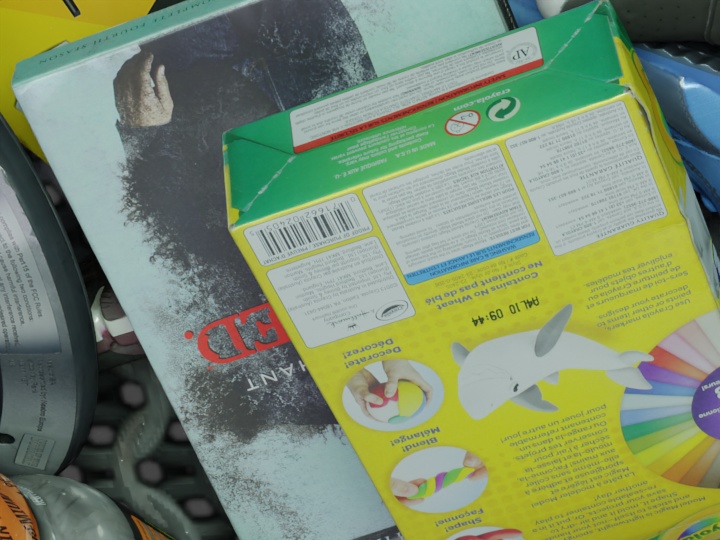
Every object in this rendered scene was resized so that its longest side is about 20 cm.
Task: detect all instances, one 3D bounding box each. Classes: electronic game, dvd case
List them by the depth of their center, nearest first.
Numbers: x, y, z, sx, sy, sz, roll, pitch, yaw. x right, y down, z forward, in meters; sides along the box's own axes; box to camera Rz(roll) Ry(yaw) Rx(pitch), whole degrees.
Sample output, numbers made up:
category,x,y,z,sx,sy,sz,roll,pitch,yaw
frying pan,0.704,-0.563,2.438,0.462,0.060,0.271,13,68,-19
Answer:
category,x,y,z,sx,sy,sz,roll,pitch,yaw
dvd case,0.000,0.000,0.780,0.146,0.022,0.200,-18,119,10
electronic game,-0.159,-0.013,0.833,0.200,0.042,0.200,30,138,31

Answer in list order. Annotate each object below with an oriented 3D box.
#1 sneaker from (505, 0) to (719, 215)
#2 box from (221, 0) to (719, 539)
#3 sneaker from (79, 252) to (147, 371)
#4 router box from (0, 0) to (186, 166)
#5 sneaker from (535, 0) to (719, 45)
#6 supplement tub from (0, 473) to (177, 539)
category,x,y,z,sx,sy,sz,roll,pitch,yaw
sneaker,0.109,-0.042,0.761,0.200,0.066,0.078,28,130,21
box,0.051,0.024,0.736,0.117,0.048,0.200,-18,130,10
sneaker,-0.011,0.022,0.836,0.200,0.076,0.116,-25,109,22
router box,-0.075,-0.141,0.788,0.149,0.051,0.200,38,116,-6
sneaker,0.153,-0.071,0.685,0.200,0.099,0.071,-13,153,-6
supplement tub,-0.081,0.145,0.816,0.123,0.123,0.200,-31,131,25
